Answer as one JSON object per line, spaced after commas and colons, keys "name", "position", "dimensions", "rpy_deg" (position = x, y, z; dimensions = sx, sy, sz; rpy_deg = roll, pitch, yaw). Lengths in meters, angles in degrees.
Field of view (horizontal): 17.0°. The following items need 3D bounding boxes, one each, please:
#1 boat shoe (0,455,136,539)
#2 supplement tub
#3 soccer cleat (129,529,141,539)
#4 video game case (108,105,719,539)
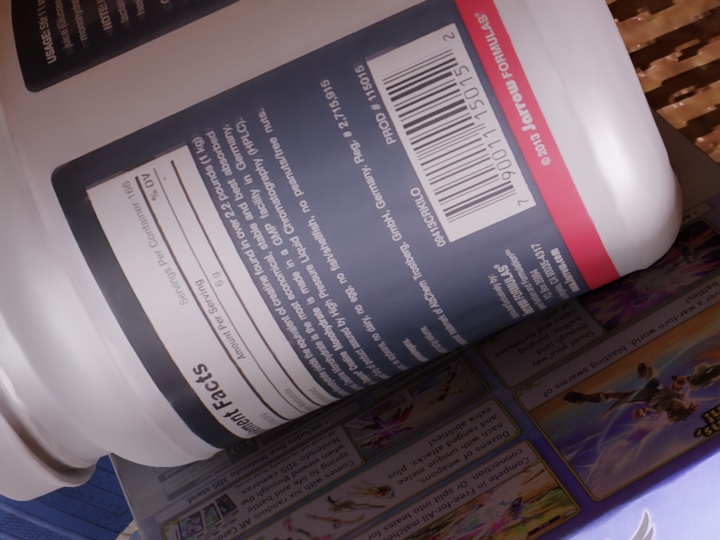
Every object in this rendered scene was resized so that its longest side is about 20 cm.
{"name": "boat shoe", "position": [-0.110, 0.062, 0.876], "dimensions": [0.072, 0.073, 0.200], "rpy_deg": [32, 126, -33]}
{"name": "supplement tub", "position": [-0.026, -0.032, 0.654], "dimensions": [0.200, 0.141, 0.140], "rpy_deg": [-23, 131, 7]}
{"name": "soccer cleat", "position": [-0.049, 0.086, 0.918], "dimensions": [0.200, 0.065, 0.084], "rpy_deg": [8, 158, 6]}
{"name": "video game case", "position": [0.036, 0.045, 0.669], "dimensions": [0.200, 0.181, 0.046], "rpy_deg": [-29, 117, -3]}
